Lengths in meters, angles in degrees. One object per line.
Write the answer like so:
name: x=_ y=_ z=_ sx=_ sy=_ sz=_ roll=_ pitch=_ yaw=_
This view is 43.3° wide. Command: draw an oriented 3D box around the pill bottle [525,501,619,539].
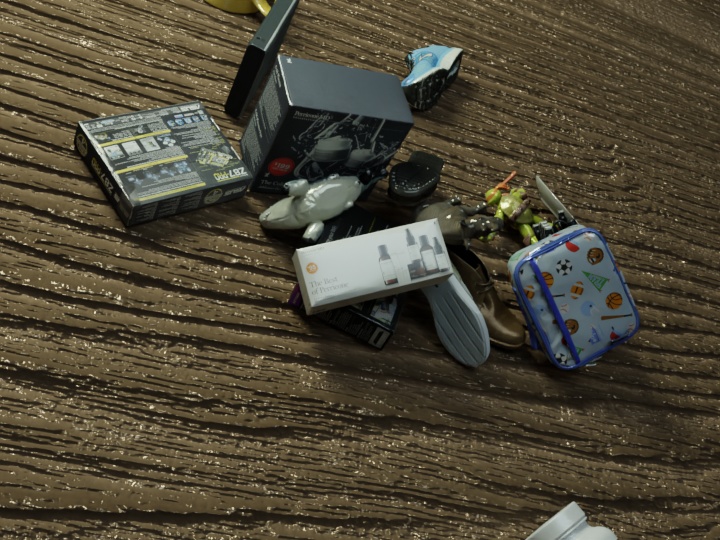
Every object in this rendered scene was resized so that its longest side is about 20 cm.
pill bottle: x=0.289 y=0.387 z=1.091 sx=0.113 sy=0.113 sz=0.200 roll=-22 pitch=66 yaw=-40

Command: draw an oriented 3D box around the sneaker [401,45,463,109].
sneaker: x=0.114 y=-0.361 z=1.671 sx=0.090 sy=0.079 sz=0.200 roll=23 pitch=39 yaw=16

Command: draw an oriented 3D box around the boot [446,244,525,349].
boot: x=0.176 y=0.035 z=1.353 sx=0.200 sy=0.076 sz=0.074 roll=43 pitch=43 yaw=8

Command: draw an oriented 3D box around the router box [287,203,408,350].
router box: x=0.000 y=0.000 z=1.298 sx=0.149 sy=0.051 sz=0.200 roll=28 pitch=45 yaw=-4

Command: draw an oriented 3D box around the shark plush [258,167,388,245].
shark plush: x=-0.052 y=-0.116 z=1.310 sx=0.200 sy=0.083 sz=0.091 roll=-38 pitch=104 yaw=-20

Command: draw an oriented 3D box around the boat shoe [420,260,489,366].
boat shoe: x=0.132 y=0.040 z=1.297 sx=0.200 sy=0.072 sz=0.062 roll=63 pitch=30 yaw=-6

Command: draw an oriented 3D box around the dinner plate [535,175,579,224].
dinner plate: x=0.355 y=-0.078 z=1.528 sx=0.200 sy=0.024 sz=0.200 roll=45 pitch=13 yaw=-13

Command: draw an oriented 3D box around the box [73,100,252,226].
box: x=-0.276 y=-0.157 z=1.279 sx=0.200 sy=0.049 sz=0.161 roll=-21 pitch=64 yaw=-40

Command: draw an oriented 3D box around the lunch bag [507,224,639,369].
lunch bag: x=0.311 y=0.044 z=1.340 sx=0.160 sy=0.076 sz=0.200 roll=-27 pitch=101 yaw=-2

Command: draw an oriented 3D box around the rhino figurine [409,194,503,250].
rhino figurine: x=0.139 y=-0.067 z=1.307 sx=0.087 sy=0.200 sz=0.060 roll=-16 pitch=106 yaw=-21

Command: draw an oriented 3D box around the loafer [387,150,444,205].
loafer: x=0.088 y=-0.130 z=1.415 sx=0.073 sy=0.072 sz=0.200 roll=20 pitch=24 yaw=12

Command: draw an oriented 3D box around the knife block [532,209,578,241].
knife block: x=0.340 y=0.009 z=1.402 sx=0.064 sy=0.176 sz=0.200 roll=-29 pitch=63 yaw=6

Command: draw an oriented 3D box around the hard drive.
hard drive: x=-0.154 y=-0.353 z=1.447 sx=0.033 sy=0.140 sz=0.200 roll=25 pitch=45 yaw=-7

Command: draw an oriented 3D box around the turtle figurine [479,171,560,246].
turtle figurine: x=0.270 y=-0.093 z=1.520 sx=0.161 sy=0.064 sz=0.200 roll=40 pitch=44 yaw=5

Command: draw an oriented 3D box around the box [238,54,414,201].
box: x=-0.054 y=-0.205 z=1.349 sx=0.199 sy=0.182 sz=0.104 roll=3 pitch=52 yaw=-27

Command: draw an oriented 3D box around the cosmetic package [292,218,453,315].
cosmetic package: x=0.017 y=-0.006 z=1.208 sx=0.199 sy=0.051 sz=0.083 roll=-14 pitch=76 yaw=-14

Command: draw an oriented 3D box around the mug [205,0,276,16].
mug: x=-0.194 y=-0.549 z=1.582 sx=0.186 sy=0.153 sz=0.150 roll=26 pitch=44 yaw=-8
